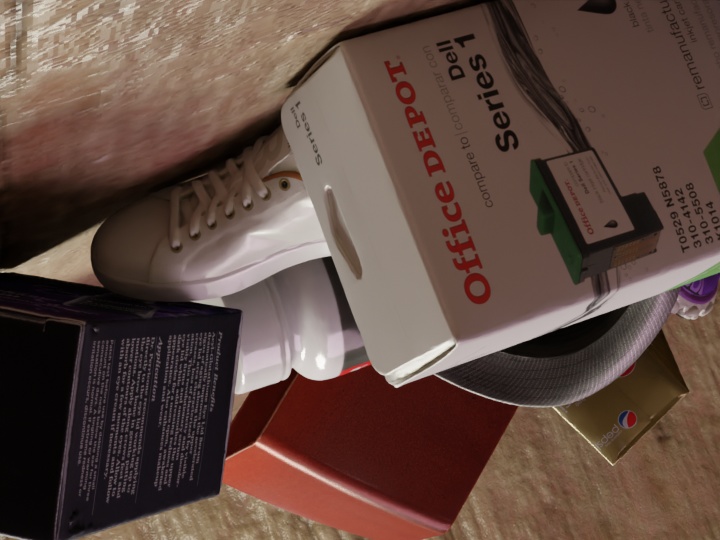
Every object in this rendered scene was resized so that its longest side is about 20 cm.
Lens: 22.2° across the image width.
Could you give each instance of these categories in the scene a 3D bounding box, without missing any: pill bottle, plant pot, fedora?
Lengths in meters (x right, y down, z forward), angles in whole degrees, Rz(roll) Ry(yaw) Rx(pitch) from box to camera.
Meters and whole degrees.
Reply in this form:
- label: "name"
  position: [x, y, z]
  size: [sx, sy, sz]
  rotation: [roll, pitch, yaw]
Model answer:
- label: "pill bottle"
  position: [0.000, 0.000, 1.127]
  size: [0.199, 0.114, 0.114]
  rotation: [-19, 174, -18]
- label: "plant pot"
  position: [0.012, 0.118, 1.508]
  size: [0.200, 0.176, 0.200]
  rotation: [-59, -172, -20]
- label: "fedora"
  position: [0.097, -0.033, 1.013]
  size: [0.176, 0.201, 0.090]
  rotation: [17, -147, 11]

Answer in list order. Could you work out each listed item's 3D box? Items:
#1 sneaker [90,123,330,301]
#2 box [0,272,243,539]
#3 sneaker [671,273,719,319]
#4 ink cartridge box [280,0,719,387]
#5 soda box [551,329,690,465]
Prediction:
- label: "sneaker"
  position: [-0.048, -0.044, 0.917]
  size: [0.199, 0.073, 0.085]
  rotation: [-14, 139, 8]
- label: "box"
  position: [-0.164, 0.061, 0.914]
  size: [0.147, 0.105, 0.200]
  rotation: [8, -177, 16]
- label: "sneaker"
  position: [0.186, -0.029, 1.142]
  size: [0.084, 0.081, 0.200]
  rotation: [-50, 149, 11]
- label: "ink cartridge box"
  position: [0.084, -0.049, 0.842]
  size: [0.199, 0.147, 0.084]
  rotation: [-19, 172, -25]
- label: "soda box"
  position: [0.149, 0.051, 1.134]
  size: [0.064, 0.068, 0.200]
  rotation: [-45, -176, 11]
